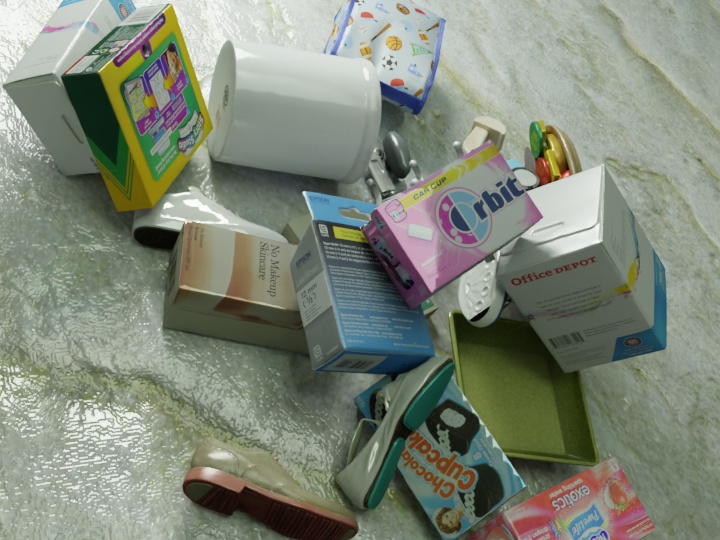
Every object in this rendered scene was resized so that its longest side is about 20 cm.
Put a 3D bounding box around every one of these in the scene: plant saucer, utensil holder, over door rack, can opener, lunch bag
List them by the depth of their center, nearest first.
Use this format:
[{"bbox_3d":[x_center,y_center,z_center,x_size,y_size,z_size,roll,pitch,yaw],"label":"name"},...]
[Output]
[{"bbox_3d":[0.202,0.162,1.231,0.196,0.048,0.203,11,54,-22],"label":"plant saucer"},{"bbox_3d":[0.085,-0.077,1.231,0.067,0.145,0.202,56,18,-44],"label":"over door rack"},{"bbox_3d":[-0.093,-0.214,1.259,0.196,0.171,0.173,6,55,-23],"label":"utensil holder"},{"bbox_3d":[0.062,-0.102,1.336,0.052,0.067,0.203,-11,68,-35],"label":"can opener"},{"bbox_3d":[0.031,-0.334,1.441,0.168,0.124,0.202,23,42,-13],"label":"lunch bag"}]

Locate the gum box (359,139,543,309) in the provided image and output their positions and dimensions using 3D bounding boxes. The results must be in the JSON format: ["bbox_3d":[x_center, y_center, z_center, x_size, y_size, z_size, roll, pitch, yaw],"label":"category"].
[{"bbox_3d":[0.103,-0.053,1.102,0.198,0.066,0.114,-32,84,-26],"label":"gum box"}]

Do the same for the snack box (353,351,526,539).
[{"bbox_3d":[0.092,0.205,1.113,0.115,0.037,0.201,-34,75,-4],"label":"snack box"}]

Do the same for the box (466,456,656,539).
[{"bbox_3d":[0.239,0.313,1.113,0.197,0.095,0.104,-14,65,-34],"label":"box"}]

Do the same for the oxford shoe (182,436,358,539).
[{"bbox_3d":[-0.089,0.233,1.013,0.197,0.071,0.076,24,44,-12],"label":"oxford shoe"}]

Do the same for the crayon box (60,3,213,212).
[{"bbox_3d":[-0.261,-0.199,1.133,0.057,0.175,0.201,-1,35,19],"label":"crayon box"}]

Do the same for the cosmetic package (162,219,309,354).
[{"bbox_3d":[-0.129,0.023,1.125,0.196,0.088,0.105,12,52,-21],"label":"cosmetic package"}]

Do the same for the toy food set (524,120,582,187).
[{"bbox_3d":[0.282,-0.115,1.378,0.048,0.201,0.201,-9,60,-3],"label":"toy food set"}]

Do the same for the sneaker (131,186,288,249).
[{"bbox_3d":[-0.180,-0.063,1.168,0.196,0.073,0.086,13,55,-18],"label":"sneaker"}]

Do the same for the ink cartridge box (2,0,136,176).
[{"bbox_3d":[-0.331,-0.237,1.154,0.083,0.146,0.202,-5,46,22],"label":"ink cartridge box"}]

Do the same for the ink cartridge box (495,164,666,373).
[{"bbox_3d":[0.288,0.001,1.208,0.201,0.145,0.148,50,39,-31],"label":"ink cartridge box"}]

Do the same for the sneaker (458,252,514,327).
[{"bbox_3d":[0.207,0.022,1.268,0.146,0.080,0.202,36,38,-26],"label":"sneaker"}]

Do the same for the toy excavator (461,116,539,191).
[{"bbox_3d":[0.187,-0.149,1.417,0.192,0.101,0.200,-22,55,-30],"label":"toy excavator"}]

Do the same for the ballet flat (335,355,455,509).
[{"bbox_3d":[0.034,0.174,1.078,0.069,0.069,0.202,32,81,-3],"label":"ballet flat"}]

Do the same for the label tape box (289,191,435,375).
[{"bbox_3d":[-0.005,0.017,1.096,0.142,0.066,0.203,8,55,-40],"label":"label tape box"}]

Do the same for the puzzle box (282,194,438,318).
[{"bbox_3d":[0.000,0.000,1.252,0.132,0.025,0.201,-23,71,-38],"label":"puzzle box"}]
